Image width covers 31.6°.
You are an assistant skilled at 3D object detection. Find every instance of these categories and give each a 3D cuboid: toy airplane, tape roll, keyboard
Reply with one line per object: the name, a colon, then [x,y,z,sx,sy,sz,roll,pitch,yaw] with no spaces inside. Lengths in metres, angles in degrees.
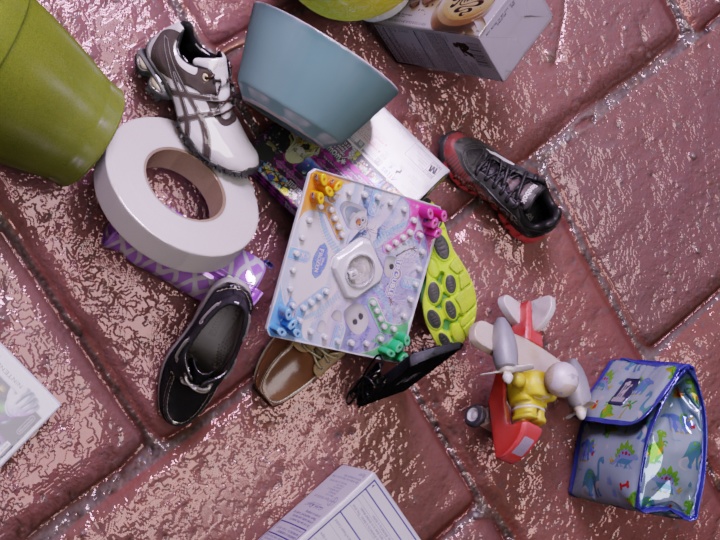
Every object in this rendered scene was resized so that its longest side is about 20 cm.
toy airplane: [0.227,0.126,1.653,0.199,0.140,0.201,-30,111,-39]
tape roll: [-0.209,-0.089,1.468,0.202,0.037,0.204,24,42,-24]
keyboard: [0.043,0.118,1.549,0.103,0.200,0.040,-17,75,-25]

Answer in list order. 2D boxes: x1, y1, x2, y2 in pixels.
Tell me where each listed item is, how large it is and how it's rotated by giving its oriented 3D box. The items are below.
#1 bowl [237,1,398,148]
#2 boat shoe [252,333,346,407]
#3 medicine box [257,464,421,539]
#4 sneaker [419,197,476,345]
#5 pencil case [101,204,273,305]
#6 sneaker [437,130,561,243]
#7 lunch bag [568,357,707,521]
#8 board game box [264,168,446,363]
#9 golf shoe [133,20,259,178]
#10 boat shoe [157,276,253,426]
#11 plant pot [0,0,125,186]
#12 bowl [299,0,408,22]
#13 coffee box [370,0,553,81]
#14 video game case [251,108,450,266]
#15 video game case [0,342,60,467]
bowl: [-0.065,-0.217,1.496,0.200,0.201,0.106,30,92,-20]
boat shoe: [-0.050,0.084,1.571,0.200,0.074,0.076,-47,105,-18]
medicine box: [-0.024,0.373,1.555,0.200,0.103,0.183,-38,103,-20]
sneaker: [0.096,0.001,1.627,0.073,0.084,0.202,-16,83,-5]
pencil case: [-0.206,-0.017,1.500,0.199,0.086,0.084,29,101,-18]
sneaker: [0.188,-0.114,1.671,0.200,0.098,0.071,41,75,-16]
lunch bag: [0.373,0.219,1.700,0.126,0.170,0.202,15,83,-23]
board game box: [0.000,0.000,1.520,0.199,0.026,0.202,14,93,-33]
golf shoe: [-0.177,-0.200,1.491,0.200,0.094,0.078,49,34,-4]
boat shoe: [-0.180,0.104,1.478,0.073,0.060,0.201,26,108,-18]
plant pot: [-0.370,-0.194,1.393,0.192,0.200,0.202,35,75,-31]
bowl: [0.008,-0.374,1.578,0.201,0.199,0.108,-52,141,-16]
coffee box: [0.123,-0.313,1.588,0.113,0.199,0.080,-52,131,-16]
video game case: [-0.019,-0.129,1.580,0.200,0.036,0.181,43,71,5]
video game case: [-0.466,0.157,1.413,0.200,0.023,0.182,-46,105,-18]
